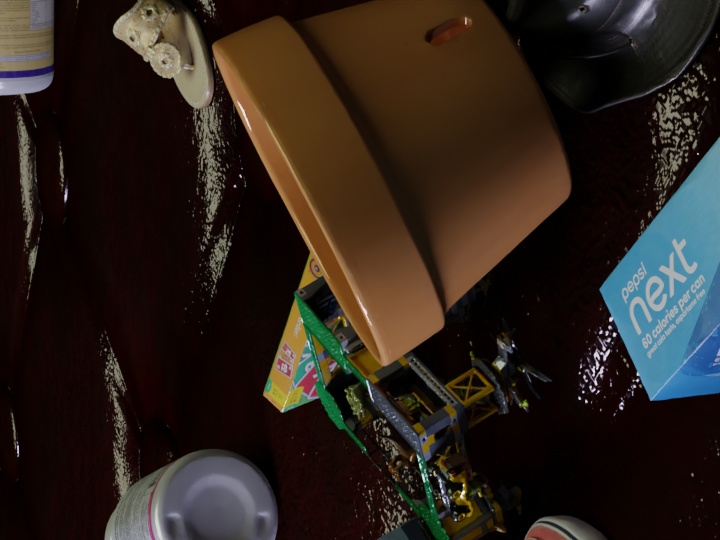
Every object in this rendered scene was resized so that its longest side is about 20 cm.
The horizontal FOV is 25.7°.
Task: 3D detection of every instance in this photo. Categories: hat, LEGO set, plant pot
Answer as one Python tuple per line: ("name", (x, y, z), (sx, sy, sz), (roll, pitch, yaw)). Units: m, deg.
("hat", (0.104, -0.178, 0.836), (0.200, 0.080, 0.202), (13, 105, 63))
("LEGO set", (0.053, 0.066, 0.989), (0.200, 0.115, 0.155), (41, 155, 50))
("plant pot", (0.024, -0.069, 0.876), (0.201, 0.139, 0.200), (60, 175, 8))

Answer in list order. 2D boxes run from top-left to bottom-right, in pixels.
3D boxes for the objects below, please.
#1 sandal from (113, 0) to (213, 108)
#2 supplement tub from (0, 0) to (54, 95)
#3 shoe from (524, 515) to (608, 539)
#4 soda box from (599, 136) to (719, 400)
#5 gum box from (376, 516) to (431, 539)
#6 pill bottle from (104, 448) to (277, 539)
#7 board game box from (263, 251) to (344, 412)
("sandal", (-0.200, -0.232, 1.475), (0.078, 0.069, 0.213), (-62, 40, 48))
("supplement tub", (-0.433, -0.317, 1.861), (0.145, 0.144, 0.202), (33, 123, 59))
("shoe", (0.116, 0.220, 0.864), (0.201, 0.090, 0.072), (61, 145, 41))
("soda box", (0.187, -0.022, 0.708), (0.200, 0.064, 0.068), (119, 139, -50))
("gum box", (0.036, 0.273, 1.022), (0.170, 0.044, 0.200), (56, 149, 16))
("pill bottle", (-0.158, 0.230, 1.411), (0.200, 0.113, 0.114), (147, 116, -62))
("board game box", (0.000, 0.000, 1.051), (0.030, 0.095, 0.201), (37, 126, 30))
